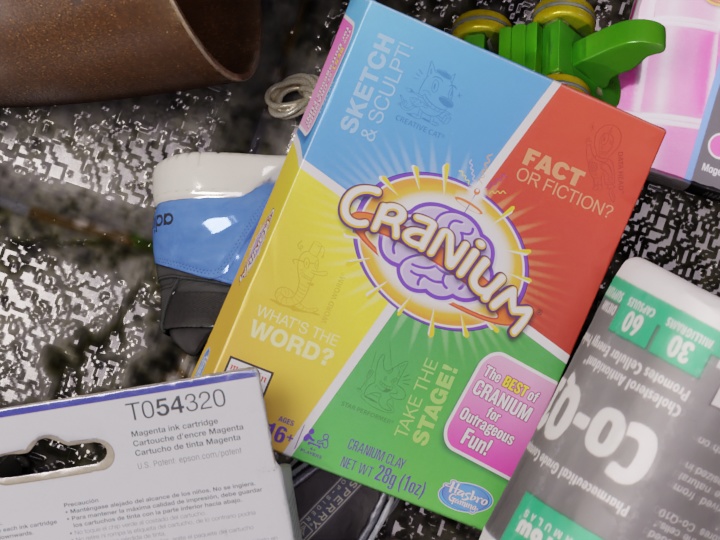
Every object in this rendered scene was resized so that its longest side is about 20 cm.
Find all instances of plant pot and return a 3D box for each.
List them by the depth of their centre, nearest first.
[{"bbox_3d":[-0.171,-0.150,1.026,0.200,0.187,0.187,-16,87,14],"label":"plant pot"}]

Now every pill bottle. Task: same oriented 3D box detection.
[{"bbox_3d":[0.121,0.106,0.970,0.113,0.113,0.200,27,93,1],"label":"pill bottle"}]

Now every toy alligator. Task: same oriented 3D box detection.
[{"bbox_3d":[0.055,-0.086,1.073,0.200,0.054,0.059,-9,55,20],"label":"toy alligator"}]

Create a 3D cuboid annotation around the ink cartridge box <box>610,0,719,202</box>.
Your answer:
[{"bbox_3d":[0.185,-0.135,1.089,0.094,0.037,0.200,17,84,1],"label":"ink cartridge box"}]

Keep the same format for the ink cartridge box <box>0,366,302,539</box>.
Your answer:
[{"bbox_3d":[-0.119,0.148,0.980,0.196,0.043,0.200,-9,101,4],"label":"ink cartridge box"}]

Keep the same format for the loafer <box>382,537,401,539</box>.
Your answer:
[{"bbox_3d":[-0.022,0.216,1.053,0.063,0.072,0.200,38,80,20],"label":"loafer"}]

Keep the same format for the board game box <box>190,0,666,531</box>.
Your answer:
[{"bbox_3d":[0.028,-0.002,0.997,0.153,0.040,0.200,22,94,-14],"label":"board game box"}]

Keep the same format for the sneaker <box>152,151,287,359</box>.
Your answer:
[{"bbox_3d":[0.000,0.000,1.053,0.199,0.077,0.112,-1,80,3],"label":"sneaker"}]

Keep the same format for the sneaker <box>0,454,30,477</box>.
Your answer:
[{"bbox_3d":[-0.184,0.114,1.046,0.079,0.075,0.200,-30,94,-14],"label":"sneaker"}]

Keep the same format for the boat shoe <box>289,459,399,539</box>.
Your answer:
[{"bbox_3d":[-0.051,0.154,1.048,0.072,0.068,0.200,44,86,2],"label":"boat shoe"}]
